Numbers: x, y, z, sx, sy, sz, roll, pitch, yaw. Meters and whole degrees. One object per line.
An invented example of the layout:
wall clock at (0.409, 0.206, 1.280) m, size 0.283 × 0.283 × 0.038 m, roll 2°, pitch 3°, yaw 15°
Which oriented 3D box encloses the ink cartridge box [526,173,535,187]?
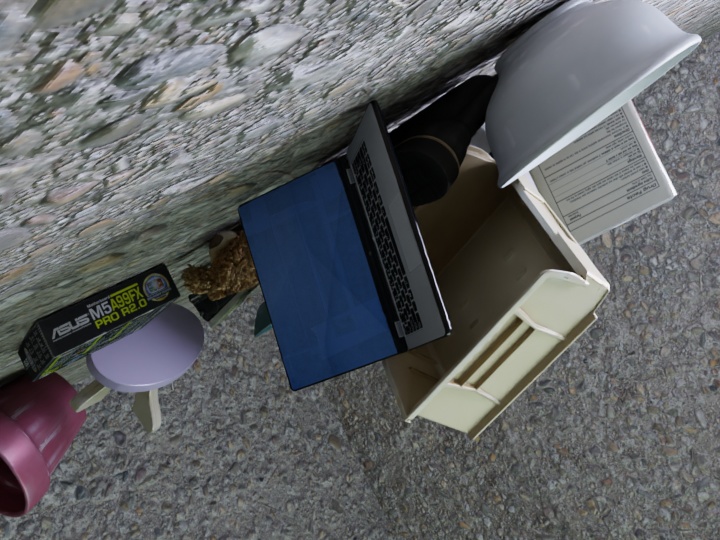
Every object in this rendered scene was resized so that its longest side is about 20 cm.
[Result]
ink cartridge box at (0.190, -0.091, 1.078) m, size 0.194 × 0.149 × 0.148 m, roll -7°, pitch 144°, yaw -5°

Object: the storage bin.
storage bin at (0.104, 0.014, 0.731) m, size 0.199 × 0.093 × 0.202 m, roll -49°, pitch -144°, yaw 21°

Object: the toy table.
toy table at (-0.337, 0.140, 1.150) m, size 0.198 × 0.186 × 0.117 m, roll -9°, pitch 151°, yaw -49°

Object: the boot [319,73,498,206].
boot at (0.050, -0.122, 0.760) m, size 0.198 × 0.078 × 0.139 m, roll 0°, pitch -136°, yaw 50°

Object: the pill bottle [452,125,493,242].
pill bottle at (0.102, -0.111, 0.910) m, size 0.119 × 0.121 × 0.200 m, roll -27°, pitch -168°, yaw 40°

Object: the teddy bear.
teddy bear at (-0.148, -0.023, 0.930) m, size 0.142 × 0.068 × 0.200 m, roll -18°, pitch -170°, yaw 18°

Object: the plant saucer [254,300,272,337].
plant saucer at (-0.088, 0.031, 1.163) m, size 0.198 × 0.036 × 0.200 m, roll -35°, pitch 177°, yaw -2°

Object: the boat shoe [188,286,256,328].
boat shoe at (-0.175, -0.004, 1.169) m, size 0.200 × 0.068 × 0.072 m, roll -44°, pitch 176°, yaw -9°

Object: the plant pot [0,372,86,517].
plant pot at (-0.557, 0.266, 1.255) m, size 0.198 × 0.202 × 0.180 m, roll -27°, pitch -164°, yaw 39°

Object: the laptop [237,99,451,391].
laptop at (-0.025, -0.008, 0.662) m, size 0.113 × 0.192 × 0.200 m, roll -17°, pitch 173°, yaw -13°

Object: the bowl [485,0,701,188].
bowl at (0.177, -0.166, 0.653) m, size 0.199 × 0.091 × 0.201 m, roll -34°, pitch 176°, yaw -3°

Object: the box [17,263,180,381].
box at (-0.318, 0.066, 0.920) m, size 0.158 × 0.045 × 0.199 m, roll -28°, pitch 180°, yaw -32°

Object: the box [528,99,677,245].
box at (0.242, -0.145, 0.847) m, size 0.126 × 0.204 × 0.109 m, roll -26°, pitch 180°, yaw 16°
